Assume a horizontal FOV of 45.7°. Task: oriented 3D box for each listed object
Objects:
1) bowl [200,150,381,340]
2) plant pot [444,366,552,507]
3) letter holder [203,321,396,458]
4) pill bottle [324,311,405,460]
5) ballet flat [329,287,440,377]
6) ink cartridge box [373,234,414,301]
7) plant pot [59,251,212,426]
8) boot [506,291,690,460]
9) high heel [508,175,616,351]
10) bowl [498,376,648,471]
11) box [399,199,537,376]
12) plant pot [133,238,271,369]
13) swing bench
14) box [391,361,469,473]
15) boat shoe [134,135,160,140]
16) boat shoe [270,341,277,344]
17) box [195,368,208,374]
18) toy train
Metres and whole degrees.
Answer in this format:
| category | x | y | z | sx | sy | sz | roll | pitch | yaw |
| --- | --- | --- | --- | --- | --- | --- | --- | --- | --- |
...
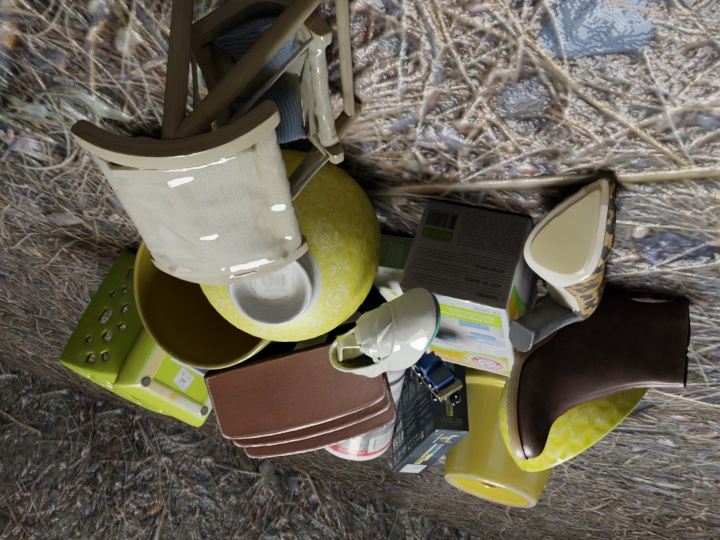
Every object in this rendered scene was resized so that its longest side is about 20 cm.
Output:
| category | x | y | z | sx | sy | sz | roll | pitch | yaw |
| --- | --- | --- | --- | --- | --- | --- | --- | --- | --- |
| bowl | -0.079 | -0.006 | 0.840 | 0.198 | 0.108 | 0.202 | 2 | 115 | 4 |
| plant pot | 0.201 | 0.215 | 1.185 | 0.199 | 0.190 | 0.201 | 17 | 158 | 7 |
| letter holder | -0.064 | 0.156 | 1.014 | 0.198 | 0.143 | 0.101 | -14 | -174 | 3 |
| pill bottle | 0.003 | 0.153 | 1.190 | 0.113 | 0.114 | 0.202 | 15 | 120 | 10 |
| ballet flat | 0.016 | 0.070 | 0.856 | 0.069 | 0.070 | 0.200 | 23 | 156 | -11 |
| ink cartridge box | 0.000 | 0.000 | 1.033 | 0.198 | 0.048 | 0.146 | 8 | 157 | 20 |
| plant pot | -0.297 | 0.112 | 1.296 | 0.181 | 0.200 | 0.200 | 15 | 162 | 45 |
| boot | 0.245 | 0.108 | 0.877 | 0.165 | 0.201 | 0.072 | 3 | 149 | 30 |
| high heel | 0.217 | -0.022 | 0.815 | 0.071 | 0.142 | 0.201 | 40 | 134 | 25 |
| bowl | 0.230 | 0.130 | 1.008 | 0.108 | 0.200 | 0.200 | 50 | 154 | -2 |
| box | 0.122 | 0.025 | 0.912 | 0.112 | 0.102 | 0.200 | 12 | 158 | 18 |
| plant pot | -0.149 | 0.012 | 1.032 | 0.198 | 0.202 | 0.142 | 11 | -177 | 20 |
| swing bench | -0.088 | -0.108 | 0.634 | 0.129 | 0.201 | 0.199 | 15 | 159 | 9 |
| box | 0.091 | 0.177 | 1.180 | 0.051 | 0.159 | 0.200 | 6 | 150 | -14 |
| boat shoe | -0.176 | -0.089 | 0.918 | 0.198 | 0.067 | 0.074 | 11 | 139 | 19 |
| boat shoe | -0.082 | 0.120 | 1.114 | 0.198 | 0.069 | 0.074 | 26 | -173 | 14 |
| box | -0.162 | 0.086 | 1.211 | 0.200 | 0.158 | 0.051 | 40 | -174 | -44 |
| toy train | 0.049 | 0.075 | 0.933 | 0.200 | 0.034 | 0.046 | 48 | 161 | 43 |
